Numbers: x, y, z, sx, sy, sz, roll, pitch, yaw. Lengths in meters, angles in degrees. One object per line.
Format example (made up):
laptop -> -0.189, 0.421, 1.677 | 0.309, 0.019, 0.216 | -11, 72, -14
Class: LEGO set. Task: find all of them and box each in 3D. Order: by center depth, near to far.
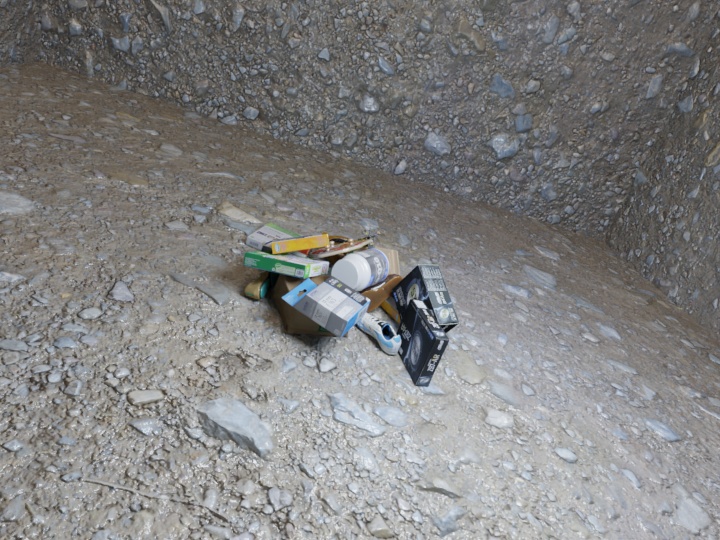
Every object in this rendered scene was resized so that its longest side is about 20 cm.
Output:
LEGO set -> 0.001, -0.041, 1.769 | 0.151, 0.116, 0.203 | -7, 66, 8

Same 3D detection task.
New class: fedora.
fedora -> -0.061, -0.061, 1.961 | 0.198, 0.083, 0.201 | 16, 24, -7

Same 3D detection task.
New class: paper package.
paper package -> -0.138, 0.099, 1.535 | 0.198, 0.105, 0.191 | 7, 28, -27

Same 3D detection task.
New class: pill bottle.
pill bottle -> 0.000, 0.000, 1.598 | 0.113, 0.115, 0.199 | 29, 21, 21

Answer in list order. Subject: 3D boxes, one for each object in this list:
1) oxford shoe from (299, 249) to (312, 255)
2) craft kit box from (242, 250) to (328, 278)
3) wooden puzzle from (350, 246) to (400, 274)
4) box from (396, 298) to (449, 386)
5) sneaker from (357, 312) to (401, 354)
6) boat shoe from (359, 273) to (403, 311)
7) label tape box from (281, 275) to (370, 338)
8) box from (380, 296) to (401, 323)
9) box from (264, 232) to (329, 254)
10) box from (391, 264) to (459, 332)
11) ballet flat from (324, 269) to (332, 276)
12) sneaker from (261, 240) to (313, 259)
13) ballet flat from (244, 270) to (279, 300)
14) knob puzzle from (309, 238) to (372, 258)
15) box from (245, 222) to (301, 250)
oxford shoe -> -0.207, -0.030, 1.804 | 0.070, 0.073, 0.201 | 3, 40, 20
craft kit box -> -0.219, -0.021, 1.572 | 0.197, 0.049, 0.197 | 12, 4, 14
wooden puzzle -> 0.048, 0.000, 1.875 | 0.197, 0.037, 0.188 | 7, 64, -23
box -> 0.167, 0.200, 1.479 | 0.043, 0.162, 0.201 | 10, 26, -22
sneaker -> 0.053, 0.171, 1.566 | 0.071, 0.073, 0.200 | -5, 32, -41
boat shoe -> 0.050, 0.073, 1.707 | 0.198, 0.071, 0.070 | -26, 23, -13
label tape box -> -0.092, 0.079, 1.417 | 0.199, 0.067, 0.143 | 33, 32, 13
box -> 0.134, 0.105, 1.755 | 0.118, 0.042, 0.200 | -18, 39, -30
box -> -0.197, -0.084, 1.620 | 0.197, 0.042, 0.119 | -10, 8, -4
box -> 0.195, 0.109, 1.600 | 0.085, 0.164, 0.202 | 1, 60, -33
ballet flat -> -0.151, 0.044, 1.714 | 0.199, 0.067, 0.064 | -9, 63, -46
sneaker -> -0.241, -0.029, 1.717 | 0.198, 0.086, 0.075 | 18, -3, 18
ballet flat -> -0.299, 0.029, 1.614 | 0.062, 0.070, 0.200 | 6, 20, 11
knob puzzle -> -0.082, -0.076, 1.680 | 0.216, 0.031, 0.220 | -12, 9, 2
box -> -0.319, -0.114, 1.940 | 0.143, 0.037, 0.200 | 23, 25, 7
